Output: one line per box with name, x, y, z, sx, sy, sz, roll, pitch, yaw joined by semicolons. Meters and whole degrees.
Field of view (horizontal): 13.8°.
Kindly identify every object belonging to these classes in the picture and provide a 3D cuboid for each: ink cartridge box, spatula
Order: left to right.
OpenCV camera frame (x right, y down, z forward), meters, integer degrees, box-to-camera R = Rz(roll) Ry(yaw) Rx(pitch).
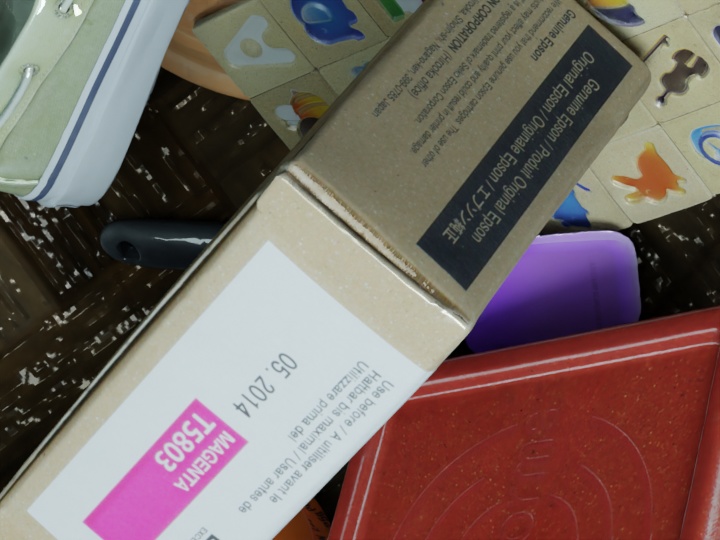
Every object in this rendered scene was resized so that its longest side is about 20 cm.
ink cartridge box;-0.015;0.010;0.937;0.075;0.165;0.200;41;130;-3
spatula;0.000;0.000;1.046;0.200;0.021;0.057;8;135;21

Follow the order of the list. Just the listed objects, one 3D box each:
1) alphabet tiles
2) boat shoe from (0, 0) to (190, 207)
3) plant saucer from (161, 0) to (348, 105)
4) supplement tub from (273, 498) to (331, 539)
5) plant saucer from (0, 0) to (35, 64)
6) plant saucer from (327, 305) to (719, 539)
alphabet tiles;0.044;-0.075;0.972;0.200;0.006;0.166;-20;120;39
boat shoe;-0.090;-0.109;0.977;0.072;0.062;0.200;47;125;49
plant saucer;-0.027;-0.153;1.009;0.200;0.032;0.201;5;107;15
supplement tub;-0.103;0.147;1.069;0.123;0.123;0.200;42;113;2
plant saucer;-0.224;-0.087;1.064;0.200;0.048;0.200;37;113;14
plant saucer;0.054;0.097;0.948;0.200;0.200;0.037;-13;139;41
